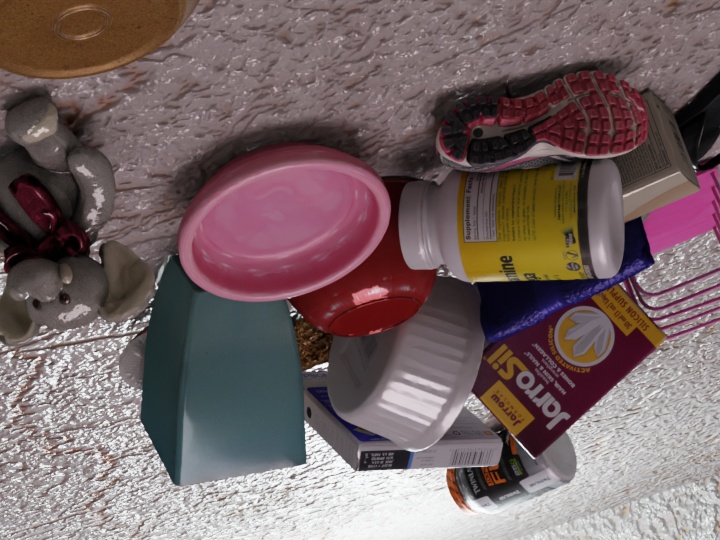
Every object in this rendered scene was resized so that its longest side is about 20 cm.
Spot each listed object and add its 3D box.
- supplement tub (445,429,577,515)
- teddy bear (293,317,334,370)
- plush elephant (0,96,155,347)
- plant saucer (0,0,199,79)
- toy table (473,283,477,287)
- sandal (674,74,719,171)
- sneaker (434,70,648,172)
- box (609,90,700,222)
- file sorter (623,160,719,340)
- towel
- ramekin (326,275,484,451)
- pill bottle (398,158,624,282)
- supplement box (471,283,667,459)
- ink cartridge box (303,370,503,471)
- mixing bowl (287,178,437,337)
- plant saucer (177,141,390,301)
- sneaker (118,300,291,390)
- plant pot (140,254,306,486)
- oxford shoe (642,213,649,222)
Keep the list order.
[{"bbox_3d":[0.247,0.327,2.589,0.200,0.123,0.122,-29,156,29],"label":"supplement tub"},{"bbox_3d":[-0.077,0.086,1.837,0.199,0.067,0.145,-20,170,-9],"label":"teddy bear"},{"bbox_3d":[-0.259,-0.019,1.276,0.164,0.155,0.200,-22,158,16],"label":"plush elephant"},{"bbox_3d":[-0.195,-0.183,1.078,0.199,0.036,0.200,-14,160,-5],"label":"plant saucer"},{"bbox_3d":[0.226,0.075,1.869,0.199,0.184,0.117,22,158,15],"label":"toy table"},{"bbox_3d":[0.352,-0.140,1.576,0.075,0.048,0.201,-9,158,-19],"label":"sandal"},{"bbox_3d":[0.165,-0.133,1.429,0.199,0.081,0.075,-5,173,-7],"label":"sneaker"},{"bbox_3d":[0.223,-0.088,1.552,0.199,0.095,0.078,-23,159,22],"label":"box"},{"bbox_3d":[0.365,-0.013,1.788,0.138,0.126,0.200,-22,159,6],"label":"file sorter"},{"bbox_3d":[0.208,-0.020,1.636,0.200,0.148,0.049,-28,140,27],"label":"towel"},{"bbox_3d":[0.044,0.090,1.726,0.097,0.201,0.200,19,145,-22],"label":"ramekin"},{"bbox_3d":[0.142,-0.046,1.472,0.199,0.113,0.112,-2,164,19],"label":"pill bottle"},{"bbox_3d":[0.220,0.091,1.737,0.200,0.131,0.103,-44,179,2],"label":"supplement box"},{"bbox_3d":[0.038,0.177,1.876,0.197,0.200,0.044,1,112,-28],"label":"ink cartridge box"},{"bbox_3d":[0.000,0.000,1.591,0.199,0.109,0.200,-13,159,-5],"label":"mixing bowl"},{"bbox_3d":[-0.073,-0.050,1.441,0.200,0.051,0.201,-12,145,-9],"label":"plant saucer"},{"bbox_3d":[-0.173,0.056,1.691,0.199,0.077,0.082,-24,-163,-8],"label":"sneaker"},{"bbox_3d":[-0.139,0.087,1.579,0.141,0.141,0.201,-8,118,-21],"label":"plant pot"},{"bbox_3d":[0.236,-0.046,1.699,0.200,0.075,0.058,-31,151,22],"label":"oxford shoe"}]
